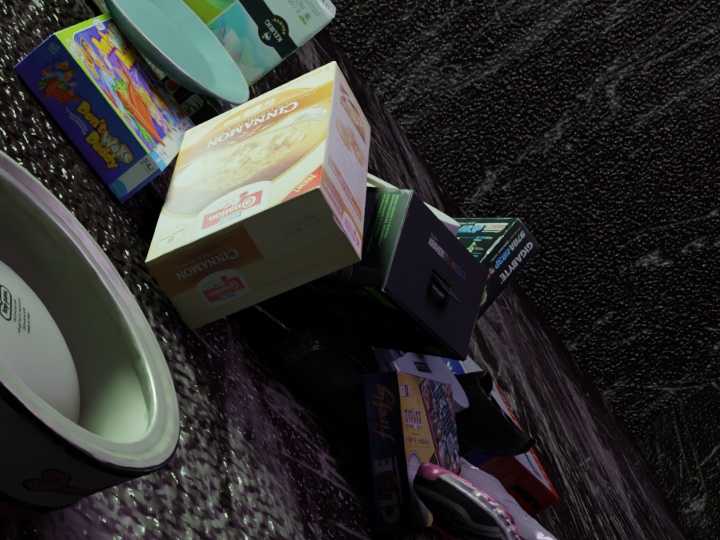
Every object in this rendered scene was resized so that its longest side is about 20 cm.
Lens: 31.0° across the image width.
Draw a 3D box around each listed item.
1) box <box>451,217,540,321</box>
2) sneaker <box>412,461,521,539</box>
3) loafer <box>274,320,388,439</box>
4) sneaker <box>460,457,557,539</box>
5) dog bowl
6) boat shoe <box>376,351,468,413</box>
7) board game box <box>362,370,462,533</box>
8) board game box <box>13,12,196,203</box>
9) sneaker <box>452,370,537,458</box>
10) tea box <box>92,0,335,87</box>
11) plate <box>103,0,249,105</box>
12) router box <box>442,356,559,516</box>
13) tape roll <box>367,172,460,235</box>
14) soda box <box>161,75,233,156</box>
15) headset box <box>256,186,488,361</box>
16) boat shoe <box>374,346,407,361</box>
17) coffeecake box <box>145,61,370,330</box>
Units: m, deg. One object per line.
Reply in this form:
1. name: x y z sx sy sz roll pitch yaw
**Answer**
1. box: 0.087 0.011 1.455 0.046 0.159 0.199 49 -19 -20
2. sneaker: 0.091 0.250 1.106 0.073 0.087 0.201 21 -30 54
3. loafer: -0.013 0.102 1.171 0.200 0.072 0.073 35 26 -59
4. sneaker: 0.157 0.269 1.396 0.200 0.074 0.100 48 14 -36
5. dog bowl: -0.177 0.031 0.630 0.201 0.073 0.201 52 11 -15
6. boat shoe: 0.051 0.128 1.378 0.074 0.068 0.199 59 17 19
7. board game box: 0.053 0.168 1.200 0.200 0.034 0.138 27 56 -70
8. board game box: -0.210 -0.144 1.108 0.135 0.045 0.200 53 10 -12
9. sneaker: 0.109 0.142 1.493 0.201 0.104 0.060 60 13 27
10. tea box: -0.160 -0.295 1.388 0.201 0.196 0.134 51 10 -13
11. plate: -0.185 -0.224 1.229 0.200 0.026 0.201 44 15 -15
12. router box: 0.170 0.207 1.722 0.179 0.049 0.201 44 15 -48
13. tape roll: 0.004 -0.073 1.288 0.200 0.037 0.203 26 8 -4
14. soda box: -0.133 -0.114 1.318 0.200 0.063 0.071 49 12 -35
15. headset box: 0.000 0.000 1.163 0.174 0.197 0.094 42 61 -53
16. boat shoe: 0.046 0.017 1.320 0.201 0.070 0.073 -94 166 -51
17. coffeecake box: -0.076 -0.064 1.038 0.074 0.152 0.201 58 20 -30
